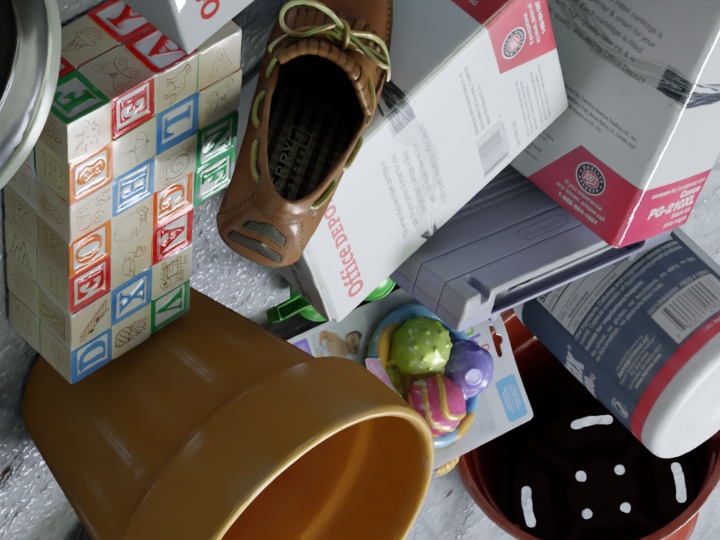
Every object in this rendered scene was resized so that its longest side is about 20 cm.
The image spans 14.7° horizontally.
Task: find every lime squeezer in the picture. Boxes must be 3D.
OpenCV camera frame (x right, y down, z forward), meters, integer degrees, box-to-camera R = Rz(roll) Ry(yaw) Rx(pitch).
[{"bbox_3d":[0.000,0.000,1.726,0.199,0.038,0.071,-20,167,-39],"label":"lime squeezer"}]

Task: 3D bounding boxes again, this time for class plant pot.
[{"bbox_3d":[-0.090,0.105,1.590,0.200,0.183,0.201,-35,149,-25],"label":"plant pot"},{"bbox_3d":[0.170,0.135,2.018,0.201,0.201,0.195,-44,160,-9],"label":"plant pot"}]

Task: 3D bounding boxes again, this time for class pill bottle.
[{"bbox_3d":[0.168,0.014,1.825,0.119,0.200,0.120,-36,155,-20],"label":"pill bottle"}]

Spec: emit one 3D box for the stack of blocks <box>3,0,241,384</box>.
[{"bbox_3d":[-0.127,-0.047,1.481,0.115,0.059,0.201,-32,148,-30],"label":"stack of blocks"}]

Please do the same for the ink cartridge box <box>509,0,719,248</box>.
[{"bbox_3d":[0.163,-0.140,1.690,0.084,0.145,0.201,-17,139,-47],"label":"ink cartridge box"}]

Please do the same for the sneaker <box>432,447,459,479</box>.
[{"bbox_3d":[-0.030,0.115,1.800,0.199,0.076,0.088,1,153,-35],"label":"sneaker"}]

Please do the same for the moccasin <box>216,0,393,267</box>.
[{"bbox_3d":[-0.024,-0.098,1.479,0.078,0.073,0.202,-53,-171,51],"label":"moccasin"}]

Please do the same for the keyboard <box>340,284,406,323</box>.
[{"bbox_3d":[0.000,0.061,1.843,0.127,0.021,0.200,-41,150,-17],"label":"keyboard"}]

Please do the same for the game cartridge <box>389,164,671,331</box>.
[{"bbox_3d":[0.086,-0.033,1.730,0.199,0.129,0.039,-22,135,-40],"label":"game cartridge"}]

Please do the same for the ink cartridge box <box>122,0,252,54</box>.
[{"bbox_3d":[-0.049,-0.225,1.346,0.200,0.086,0.147,-42,152,-16],"label":"ink cartridge box"}]

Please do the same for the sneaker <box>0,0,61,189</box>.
[{"bbox_3d":[-0.221,-0.060,1.311,0.106,0.075,0.201,0,127,-59],"label":"sneaker"}]

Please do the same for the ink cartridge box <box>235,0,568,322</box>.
[{"bbox_3d":[0.017,-0.088,1.611,0.200,0.084,0.145,-44,153,-13],"label":"ink cartridge box"}]

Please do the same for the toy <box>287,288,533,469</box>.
[{"bbox_3d":[0.037,0.071,1.769,0.199,0.116,0.047,-23,-173,-38],"label":"toy"}]
